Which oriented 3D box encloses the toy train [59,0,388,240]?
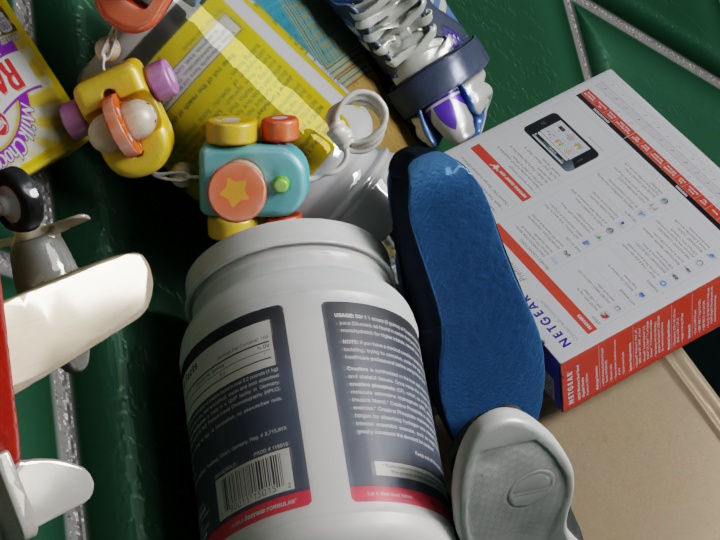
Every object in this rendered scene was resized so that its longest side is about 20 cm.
[{"bbox_3d":[-0.088,-0.103,1.101,0.200,0.151,0.056,39,14,-6],"label":"toy train"}]

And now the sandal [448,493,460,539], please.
[{"bbox_3d":[0.046,0.150,1.231,0.082,0.055,0.200,47,30,9],"label":"sandal"}]

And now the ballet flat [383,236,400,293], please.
[{"bbox_3d":[0.000,0.000,1.294,0.201,0.072,0.072,53,33,-9],"label":"ballet flat"}]

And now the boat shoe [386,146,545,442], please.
[{"bbox_3d":[0.063,0.016,1.161,0.069,0.083,0.202,-137,-145,-62],"label":"boat shoe"}]

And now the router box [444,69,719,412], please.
[{"bbox_3d":[0.147,-0.026,1.271,0.200,0.178,0.049,50,-20,39],"label":"router box"}]

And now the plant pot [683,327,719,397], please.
[{"bbox_3d":[0.182,0.039,1.405,0.200,0.200,0.134,47,7,-17],"label":"plant pot"}]

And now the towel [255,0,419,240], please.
[{"bbox_3d":[-0.013,-0.114,1.383,0.201,0.022,0.147,59,25,-3],"label":"towel"}]

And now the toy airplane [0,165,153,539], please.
[{"bbox_3d":[-0.205,0.041,0.928,0.200,0.140,0.201,35,76,-46],"label":"toy airplane"}]

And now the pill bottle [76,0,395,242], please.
[{"bbox_3d":[-0.065,-0.086,1.192,0.200,0.114,0.114,43,35,-7],"label":"pill bottle"}]

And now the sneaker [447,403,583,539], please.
[{"bbox_3d":[0.076,0.109,1.097,0.100,0.070,0.200,64,0,36],"label":"sneaker"}]

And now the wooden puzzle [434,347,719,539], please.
[{"bbox_3d":[0.156,0.136,1.210,0.184,0.037,0.201,-29,67,-19],"label":"wooden puzzle"}]

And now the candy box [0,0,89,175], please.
[{"bbox_3d":[-0.230,-0.081,1.070,0.103,0.026,0.200,59,32,-7],"label":"candy box"}]

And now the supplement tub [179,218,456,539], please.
[{"bbox_3d":[-0.028,0.088,1.101,0.140,0.140,0.202,22,48,-43],"label":"supplement tub"}]

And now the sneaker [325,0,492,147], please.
[{"bbox_3d":[0.041,-0.163,1.405,0.147,0.080,0.200,60,7,22],"label":"sneaker"}]
